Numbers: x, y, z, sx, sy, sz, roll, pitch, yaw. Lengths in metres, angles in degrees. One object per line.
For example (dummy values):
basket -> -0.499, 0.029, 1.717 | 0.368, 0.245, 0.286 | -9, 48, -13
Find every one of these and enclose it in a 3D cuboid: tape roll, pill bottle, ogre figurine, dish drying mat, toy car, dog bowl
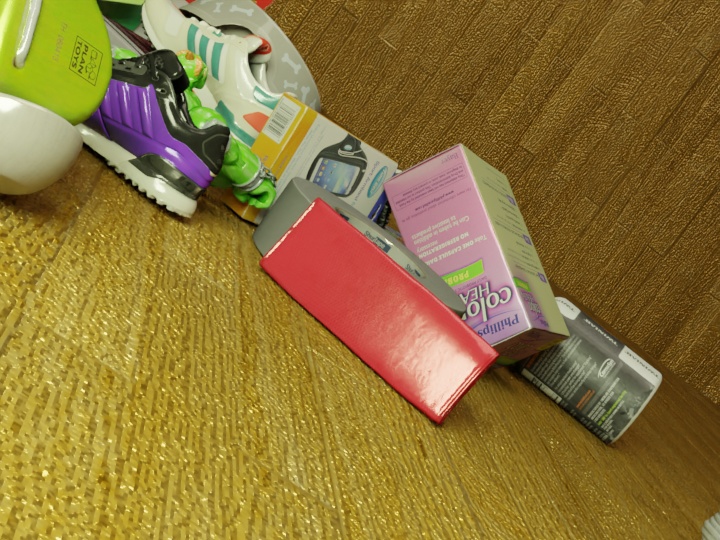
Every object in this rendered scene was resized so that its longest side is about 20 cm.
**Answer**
tape roll -> 0.000, 0.000, 1.014 | 0.199, 0.066, 0.200 | 37, 8, -6
pill bottle -> 0.251, 0.105, 1.334 | 0.199, 0.107, 0.106 | 39, 9, 10
ogre figurine -> -0.163, -0.131, 0.974 | 0.201, 0.098, 0.120 | 55, -5, 13
dish drying mat -> 0.012, 0.030, 0.886 | 0.200, 0.077, 0.018 | 41, -7, 20
toy car -> -0.236, -0.143, 0.620 | 0.148, 0.178, 0.199 | -3, -19, 38
dog bowl -> -0.122, -0.220, 1.229 | 0.200, 0.059, 0.201 | 44, -17, 16

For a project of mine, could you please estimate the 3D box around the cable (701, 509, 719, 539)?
cable -> 0.424, 0.308, 1.095 | 0.199, 0.070, 0.200 | 35, 9, -15

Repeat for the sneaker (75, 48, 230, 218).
sneaker -> -0.185, -0.139, 0.874 | 0.199, 0.100, 0.070 | 37, 7, -2

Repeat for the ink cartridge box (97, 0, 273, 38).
ink cartridge box -> -0.229, -0.321, 1.343 | 0.161, 0.200, 0.050 | 40, -19, 20

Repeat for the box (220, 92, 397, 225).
box -> -0.040, -0.085, 1.107 | 0.041, 0.120, 0.199 | 35, 6, 31

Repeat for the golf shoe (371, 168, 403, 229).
golf shoe -> -0.002, -0.098, 1.277 | 0.094, 0.078, 0.200 | 30, 0, -11

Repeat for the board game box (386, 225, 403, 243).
board game box -> 0.028, -0.024, 1.335 | 0.199, 0.035, 0.135 | 26, 14, -48

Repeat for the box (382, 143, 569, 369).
box -> 0.125, -0.008, 1.179 | 0.176, 0.096, 0.202 | 15, 52, -67

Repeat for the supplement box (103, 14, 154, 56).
supplement box -> -0.218, -0.197, 1.172 | 0.109, 0.061, 0.199 | 43, 11, 30

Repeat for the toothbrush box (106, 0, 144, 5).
toothbrush box -> -0.323, -0.354, 1.229 | 0.197, 0.087, 0.146 | 3, 21, -16

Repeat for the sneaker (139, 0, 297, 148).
sneaker -> -0.136, -0.214, 1.112 | 0.201, 0.093, 0.070 | 55, 16, 14
